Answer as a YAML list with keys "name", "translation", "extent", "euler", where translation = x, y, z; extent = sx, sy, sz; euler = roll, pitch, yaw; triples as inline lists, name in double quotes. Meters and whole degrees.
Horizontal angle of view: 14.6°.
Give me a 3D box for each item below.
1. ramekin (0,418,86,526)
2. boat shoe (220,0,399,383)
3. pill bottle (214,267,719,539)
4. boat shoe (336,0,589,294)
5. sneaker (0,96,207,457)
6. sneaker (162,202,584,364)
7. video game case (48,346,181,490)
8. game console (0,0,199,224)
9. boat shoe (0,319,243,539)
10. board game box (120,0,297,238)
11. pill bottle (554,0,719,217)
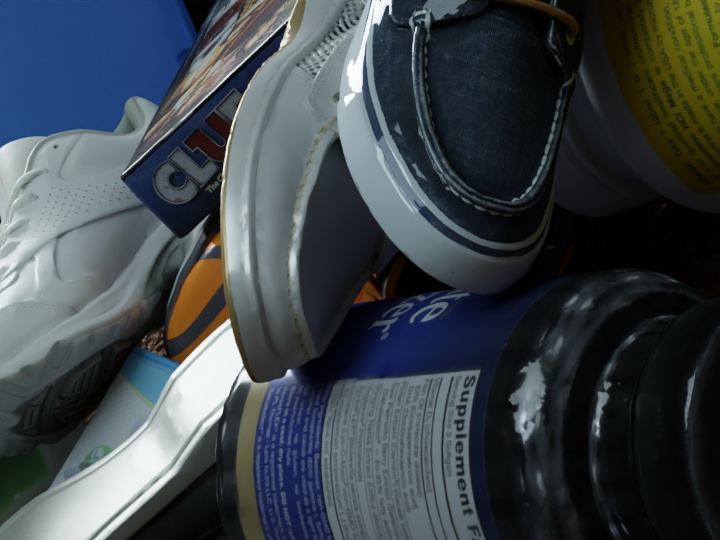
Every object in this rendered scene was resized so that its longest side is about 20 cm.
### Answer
- name: "ramekin"
  translation: [-0.195, 0.071, 1.099]
  extent: [0.097, 0.200, 0.201]
  euler: [-18, 42, 31]
- name: "boat shoe"
  translation: [0.004, -0.043, 0.911]
  extent: [0.069, 0.071, 0.201]
  euler: [1, 42, 14]
- name: "pill bottle"
  translation: [0.056, 0.058, 0.862]
  extent: [0.199, 0.112, 0.112]
  euler: [-8, 49, 48]
- name: "boat shoe"
  translation: [0.044, -0.092, 0.867]
  extent: [0.091, 0.071, 0.201]
  euler: [-50, 28, 42]
- name: "sneaker"
  translation: [-0.120, -0.003, 1.108]
  extent: [0.200, 0.099, 0.078]
  euler: [-42, -12, -48]
- name: "sneaker"
  translation: [0.000, 0.000, 1.013]
  extent: [0.200, 0.078, 0.112]
  euler: [-37, 21, 24]
- name: "video game case"
  translation: [-0.081, 0.134, 1.004]
  extent: [0.143, 0.018, 0.201]
  euler: [20, 73, 40]
- name: "game console"
  translation: [-0.152, -0.076, 1.242]
  extent: [0.118, 0.201, 0.171]
  euler: [-21, -4, -24]
- name: "boat shoe"
  translation: [-0.074, 0.092, 0.974]
  extent: [0.200, 0.060, 0.074]
  euler: [-43, 25, 3]
- name: "board game box"
  translation: [-0.020, -0.105, 1.111]
  extent: [0.135, 0.035, 0.200]
  euler: [-42, 13, 23]
- name: "pill bottle"
  translation: [0.142, -0.084, 0.904]
  extent: [0.199, 0.112, 0.113]
  euler: [-20, 42, 40]
